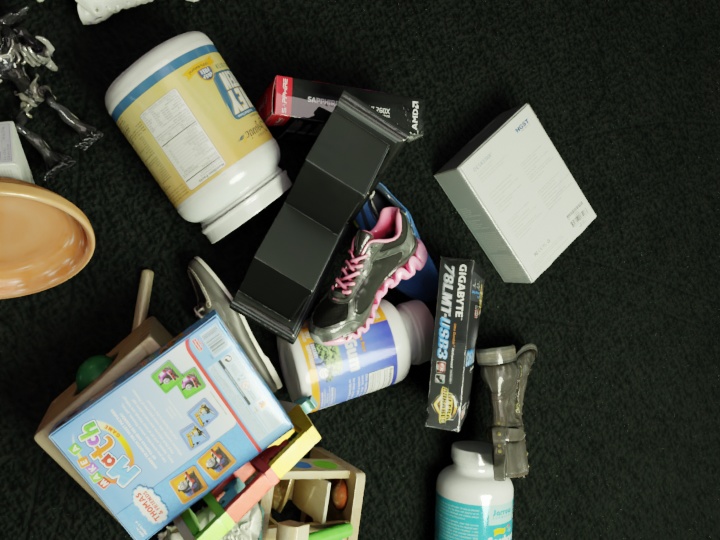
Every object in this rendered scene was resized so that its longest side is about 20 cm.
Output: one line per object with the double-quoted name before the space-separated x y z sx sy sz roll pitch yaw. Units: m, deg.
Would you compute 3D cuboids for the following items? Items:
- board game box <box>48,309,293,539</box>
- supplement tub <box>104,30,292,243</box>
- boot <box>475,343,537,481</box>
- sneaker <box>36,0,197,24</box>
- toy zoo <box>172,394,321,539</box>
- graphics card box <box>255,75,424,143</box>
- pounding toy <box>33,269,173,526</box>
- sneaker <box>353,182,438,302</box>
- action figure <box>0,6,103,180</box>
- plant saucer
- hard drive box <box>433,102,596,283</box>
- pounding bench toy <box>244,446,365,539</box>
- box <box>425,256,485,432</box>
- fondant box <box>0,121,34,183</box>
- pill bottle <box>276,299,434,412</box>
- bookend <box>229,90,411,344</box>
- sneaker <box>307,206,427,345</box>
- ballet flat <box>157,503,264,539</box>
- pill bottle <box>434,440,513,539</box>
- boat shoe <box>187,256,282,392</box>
"board game box" -0.191 0.162 0.669 0.198 0.037 0.153 -35 107 -10
"supplement tub" -0.183 -0.151 0.748 0.144 0.144 0.202 -38 103 -16
"boot" 0.205 0.193 0.884 0.198 0.068 0.179 9 74 -60
"sneaker" -0.286 -0.336 0.758 0.195 0.075 0.102 6 106 -21
"toy zoo" -0.123 0.211 0.712 0.199 0.130 0.021 -42 111 -21
"graphics card box" -0.029 -0.194 0.817 0.195 0.125 0.052 4 88 -20
"pounding toy" -0.253 0.142 0.741 0.183 0.142 0.201 -40 107 -8
"sneaker" 0.054 -0.036 0.875 0.066 0.078 0.202 -40 105 -18
"action figure" -0.376 -0.208 0.698 0.118 0.102 0.201 -39 105 -4
"plant saucer" -0.379 -0.033 0.660 0.195 0.201 0.038 -10 63 -20
"hard drive box" 0.228 -0.110 0.941 0.155 0.076 0.202 -40 104 -16
"pounding bench toy" -0.063 0.295 0.753 0.153 0.198 0.128 11 86 -31
"box" 0.128 0.093 0.845 0.048 0.200 0.205 4 86 15
"fondant box" -0.438 -0.074 0.646 0.195 0.145 0.059 -11 64 -21
"pill bottle" -0.002 0.102 0.834 0.195 0.112 0.115 -15 95 -20
"bookend" -0.049 -0.056 0.732 0.091 0.201 0.202 29 54 -7
"sneaker" 0.000 0.000 0.772 0.200 0.078 0.097 -47 136 -27
"ballet flat" -0.179 0.303 0.725 0.070 0.199 0.073 20 53 -29
"pill bottle" 0.157 0.349 0.896 0.108 0.110 0.206 2 90 -20
"boat shoe" -0.167 0.081 0.796 0.056 0.066 0.203 -35 105 -22
